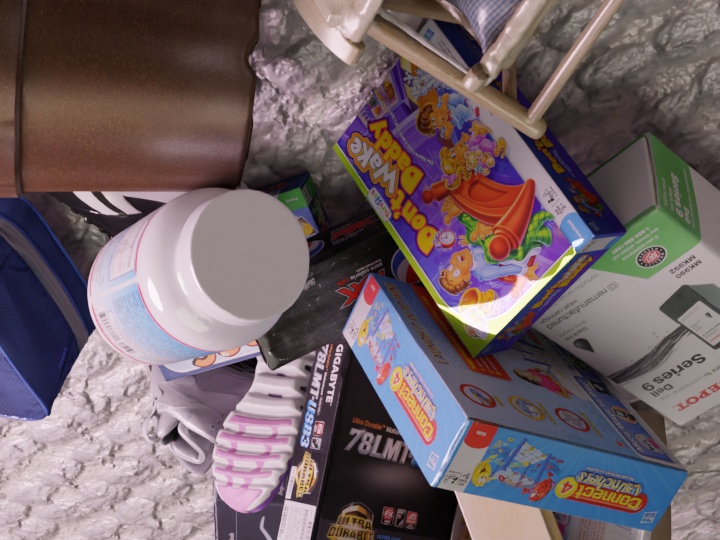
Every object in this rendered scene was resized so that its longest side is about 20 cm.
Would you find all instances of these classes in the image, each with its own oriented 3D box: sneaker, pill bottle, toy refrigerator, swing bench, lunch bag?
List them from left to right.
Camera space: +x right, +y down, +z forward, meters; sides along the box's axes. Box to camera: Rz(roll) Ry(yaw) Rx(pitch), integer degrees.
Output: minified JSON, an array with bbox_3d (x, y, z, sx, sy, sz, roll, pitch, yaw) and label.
[{"bbox_3d":[-0.319,0.017,1.012,0.134,0.133,0.201,5,140,22],"label":"lunch bag"},{"bbox_3d":[-0.194,-0.034,0.957,0.197,0.073,0.113,14,113,1],"label":"sneaker"},{"bbox_3d":[-0.112,0.004,0.826,0.108,0.110,0.199,26,161,-22],"label":"pill bottle"},{"bbox_3d":[-0.112,0.139,1.133,0.198,0.116,0.075,18,138,-15],"label":"sneaker"},{"bbox_3d":[-0.064,0.125,1.078,0.080,0.202,0.088,8,159,30],"label":"sneaker"},{"bbox_3d":[0.071,-0.220,0.737,0.198,0.131,0.200,19,135,-15],"label":"swing bench"},{"bbox_3d":[0.115,0.167,1.019,0.069,0.202,0.076,-22,167,11],"label":"toy refrigerator"}]

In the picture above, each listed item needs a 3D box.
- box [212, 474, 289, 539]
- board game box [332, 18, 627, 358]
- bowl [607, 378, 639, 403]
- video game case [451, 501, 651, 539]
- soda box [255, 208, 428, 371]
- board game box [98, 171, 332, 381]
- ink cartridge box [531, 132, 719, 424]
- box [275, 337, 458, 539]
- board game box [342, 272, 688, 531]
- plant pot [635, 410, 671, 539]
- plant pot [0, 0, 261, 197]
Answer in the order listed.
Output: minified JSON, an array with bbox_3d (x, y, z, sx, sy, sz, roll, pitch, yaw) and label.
[{"bbox_3d":[-0.049,0.229,1.225,0.197,0.105,0.149,6,143,-2],"label":"box"},{"bbox_3d":[0.078,-0.060,0.854,0.044,0.201,0.135,-8,146,-47],"label":"board game box"},{"bbox_3d":[0.207,0.026,1.026,0.198,0.075,0.200,-23,131,26],"label":"bowl"},{"bbox_3d":[0.167,0.223,1.059,0.181,0.024,0.203,17,106,35],"label":"video game case"},{"bbox_3d":[0.000,0.000,0.953,0.198,0.063,0.071,-25,113,-5],"label":"soda box"},{"bbox_3d":[-0.108,0.009,1.027,0.198,0.035,0.136,-17,113,20],"label":"board game box"},{"bbox_3d":[0.229,0.013,0.899,0.199,0.085,0.146,32,129,-26],"label":"ink cartridge box"},{"bbox_3d":[0.020,0.176,1.072,0.049,0.201,0.199,5,167,41],"label":"box"},{"bbox_3d":[0.108,0.094,0.882,0.194,0.200,0.056,17,111,-27],"label":"board game box"},{"bbox_3d":[0.217,0.256,1.133,0.185,0.202,0.188,-8,160,-3],"label":"plant pot"},{"bbox_3d":[-0.173,-0.135,0.808,0.196,0.202,0.201,5,137,-12],"label":"plant pot"}]
